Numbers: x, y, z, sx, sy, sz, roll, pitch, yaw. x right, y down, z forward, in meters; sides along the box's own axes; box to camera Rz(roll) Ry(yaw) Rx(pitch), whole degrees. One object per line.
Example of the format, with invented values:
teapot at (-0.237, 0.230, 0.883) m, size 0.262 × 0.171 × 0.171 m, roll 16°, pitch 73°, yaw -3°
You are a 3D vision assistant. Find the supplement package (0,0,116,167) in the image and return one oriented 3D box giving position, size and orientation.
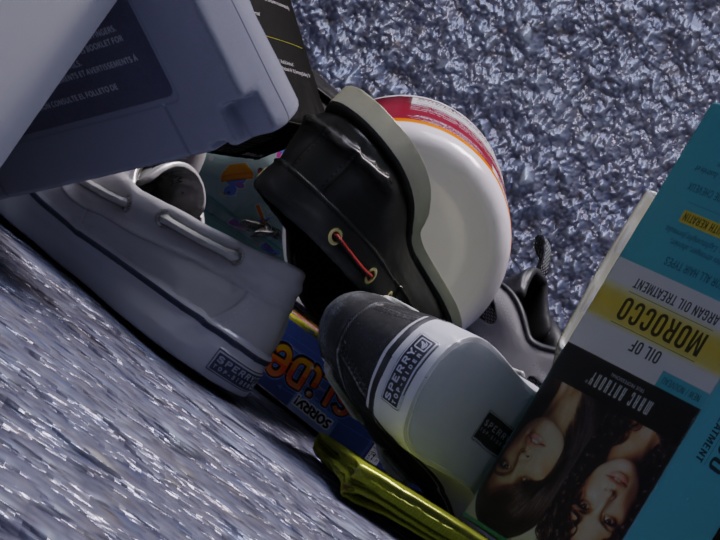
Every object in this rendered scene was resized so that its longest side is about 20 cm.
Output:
supplement package at (-0.198, -0.120, 0.706) m, size 0.199 × 0.117 × 0.117 m, roll 36°, pitch -1°, yaw 16°

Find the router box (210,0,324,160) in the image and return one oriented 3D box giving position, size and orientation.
router box at (-0.092, -0.135, 1.000) m, size 0.200 × 0.051 × 0.150 m, roll 4°, pitch 68°, yaw -68°

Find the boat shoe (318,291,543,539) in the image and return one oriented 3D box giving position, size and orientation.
boat shoe at (0.037, 0.065, 0.895) m, size 0.068 × 0.074 × 0.199 m, roll 33°, pitch -3°, yaw 33°

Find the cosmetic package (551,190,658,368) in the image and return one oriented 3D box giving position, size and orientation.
cosmetic package at (0.142, 0.067, 1.024) m, size 0.087 × 0.104 × 0.200 m, roll 26°, pitch -28°, yaw 13°

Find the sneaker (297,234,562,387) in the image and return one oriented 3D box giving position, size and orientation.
sneaker at (0.054, 0.032, 1.193) m, size 0.200 × 0.140 × 0.078 m, roll 36°, pitch 2°, yaw 32°

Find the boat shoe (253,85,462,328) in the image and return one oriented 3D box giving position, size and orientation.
boat shoe at (-0.002, -0.002, 0.913) m, size 0.074 × 0.063 × 0.202 m, roll 41°, pitch -14°, yaw 24°

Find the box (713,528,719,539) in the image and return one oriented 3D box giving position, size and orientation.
box at (0.222, 0.182, 0.923) m, size 0.200 × 0.079 × 0.141 m, roll 36°, pitch -6°, yaw -21°

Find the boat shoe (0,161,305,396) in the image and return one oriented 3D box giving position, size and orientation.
boat shoe at (-0.093, -0.019, 0.905) m, size 0.200 × 0.066 × 0.073 m, roll 36°, pitch 2°, yaw 37°

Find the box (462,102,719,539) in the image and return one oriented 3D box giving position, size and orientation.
box at (0.129, 0.037, 0.849) m, size 0.049 × 0.201 × 0.082 m, roll 35°, pitch -5°, yaw -40°

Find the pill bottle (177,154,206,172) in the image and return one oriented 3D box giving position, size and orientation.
pill bottle at (-0.157, -0.095, 1.034) m, size 0.111 × 0.111 × 0.200 m, roll 35°, pitch 1°, yaw 32°

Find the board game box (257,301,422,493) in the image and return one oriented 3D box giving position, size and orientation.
board game box at (-0.036, 0.037, 1.031) m, size 0.200 × 0.035 × 0.135 m, roll 36°, pitch 2°, yaw 29°

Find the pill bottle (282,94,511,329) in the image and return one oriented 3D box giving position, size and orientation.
pill bottle at (0.021, -0.031, 1.107) m, size 0.113 × 0.113 × 0.200 m, roll 34°, pitch 9°, yaw -4°

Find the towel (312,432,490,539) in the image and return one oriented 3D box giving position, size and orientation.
towel at (0.068, 0.127, 0.837) m, size 0.199 × 0.018 × 0.086 m, roll 34°, pitch -5°, yaw -11°

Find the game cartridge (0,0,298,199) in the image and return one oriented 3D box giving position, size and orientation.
game cartridge at (-0.120, -0.099, 0.803) m, size 0.199 × 0.041 × 0.134 m, roll -8°, pitch -61°, yaw 46°

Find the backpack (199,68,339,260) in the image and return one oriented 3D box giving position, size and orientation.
backpack at (-0.079, -0.069, 1.268) m, size 0.199 × 0.154 × 0.176 m, roll 23°, pitch 9°, yaw -30°
